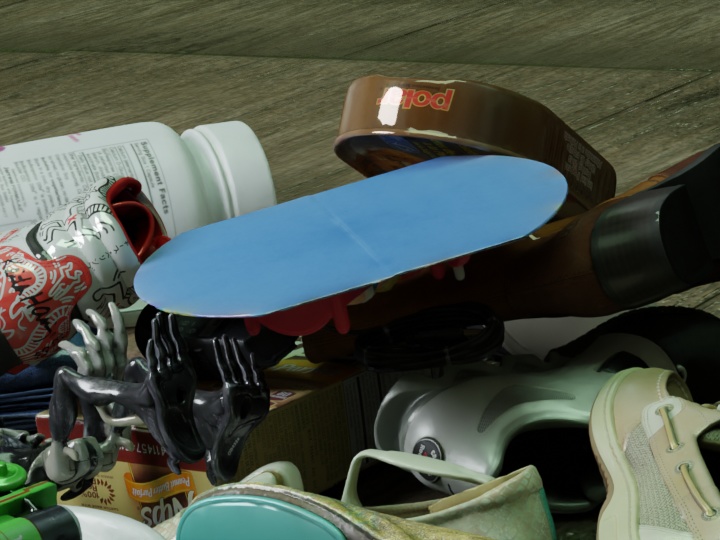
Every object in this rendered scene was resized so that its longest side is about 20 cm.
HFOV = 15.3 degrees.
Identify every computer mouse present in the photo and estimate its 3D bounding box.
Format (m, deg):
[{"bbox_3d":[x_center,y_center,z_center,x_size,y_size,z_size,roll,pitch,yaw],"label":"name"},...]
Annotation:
[{"bbox_3d":[-0.021,0.033,1.247,0.200,0.034,0.059,4,36,34],"label":"computer mouse"}]

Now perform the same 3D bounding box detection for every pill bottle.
[{"bbox_3d":[-0.158,-0.028,1.616,0.200,0.114,0.113,-11,15,-22],"label":"pill bottle"}]

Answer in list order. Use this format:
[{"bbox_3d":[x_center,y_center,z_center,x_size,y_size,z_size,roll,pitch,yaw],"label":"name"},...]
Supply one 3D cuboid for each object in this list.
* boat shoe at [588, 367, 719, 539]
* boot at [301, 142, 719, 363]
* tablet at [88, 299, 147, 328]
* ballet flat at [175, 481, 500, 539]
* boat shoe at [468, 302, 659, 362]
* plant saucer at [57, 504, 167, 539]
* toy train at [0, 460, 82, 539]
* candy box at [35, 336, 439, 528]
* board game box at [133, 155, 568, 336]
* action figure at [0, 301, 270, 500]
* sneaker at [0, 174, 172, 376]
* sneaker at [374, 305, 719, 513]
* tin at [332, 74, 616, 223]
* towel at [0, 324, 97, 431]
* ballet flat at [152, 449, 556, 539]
[{"bbox_3d":[0.137,0.089,1.105,0.065,0.072,0.200,-26,15,15],"label":"boat shoe"},{"bbox_3d":[0.093,0.002,1.311,0.200,0.069,0.188,-16,10,30],"label":"boot"},{"bbox_3d":[-0.090,0.012,1.446,0.130,0.014,0.200,-4,6,-10],"label":"tablet"},{"bbox_3d":[0.015,0.127,1.064,0.200,0.071,0.071,10,21,39],"label":"ballet flat"},{"bbox_3d":[0.066,0.012,1.413,0.199,0.073,0.063,18,-15,1],"label":"boat shoe"},{"bbox_3d":[-0.169,0.149,1.068,0.200,0.050,0.200,-5,14,1],"label":"plant saucer"},{"bbox_3d":[-0.187,0.120,1.013,0.056,0.042,0.200,20,28,39],"label":"toy train"},{"bbox_3d":[-0.048,0.071,1.308,0.115,0.055,0.200,4,18,38],"label":"candy box"},{"bbox_3d":[0.000,0.000,1.203,0.200,0.039,0.158,-17,18,-10],"label":"board game box"},{"bbox_3d":[-0.140,0.057,1.180,0.200,0.102,0.119,-10,-10,34],"label":"action figure"},{"bbox_3d":[-0.143,0.000,1.314,0.108,0.067,0.201,-29,5,1],"label":"sneaker"},{"bbox_3d":[0.112,0.074,1.234,0.200,0.074,0.088,-15,34,-31],"label":"sneaker"},{"bbox_3d":[0.062,-0.055,1.358,0.112,0.042,0.200,10,-10,25],"label":"tin"},{"bbox_3d":[-0.230,0.063,1.425,0.199,0.049,0.112,-8,14,-7],"label":"towel"},{"bbox_3d":[-0.013,0.107,1.142,0.199,0.063,0.067,-2,7,14],"label":"ballet flat"}]
